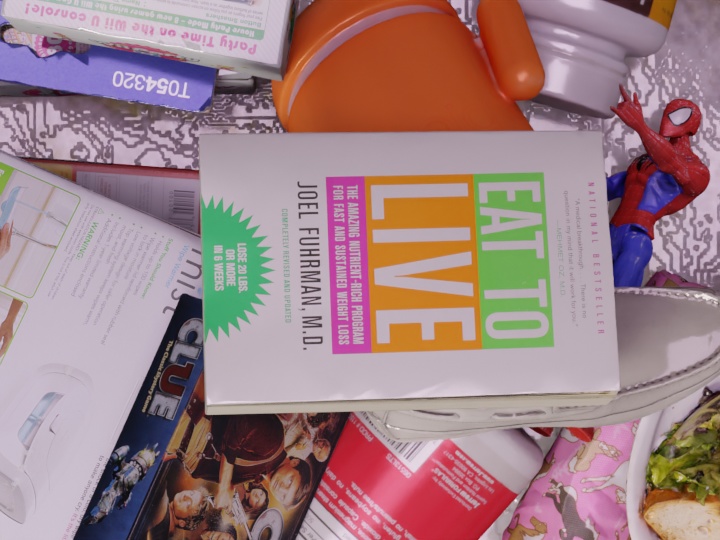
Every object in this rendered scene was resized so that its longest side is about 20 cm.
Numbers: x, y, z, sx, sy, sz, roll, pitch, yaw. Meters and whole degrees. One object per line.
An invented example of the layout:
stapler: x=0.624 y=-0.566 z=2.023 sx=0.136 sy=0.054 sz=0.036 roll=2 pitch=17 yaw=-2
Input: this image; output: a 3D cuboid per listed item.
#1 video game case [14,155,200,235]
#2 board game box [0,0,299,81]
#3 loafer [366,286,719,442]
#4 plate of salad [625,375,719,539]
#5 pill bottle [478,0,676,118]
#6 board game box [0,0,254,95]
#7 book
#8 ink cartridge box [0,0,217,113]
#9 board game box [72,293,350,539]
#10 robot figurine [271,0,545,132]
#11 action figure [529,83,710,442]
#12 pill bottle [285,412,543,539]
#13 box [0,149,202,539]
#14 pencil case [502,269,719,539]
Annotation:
video game case: x=-0.178 y=0.009 z=1.372 sx=0.198 sy=0.017 sz=0.144 roll=5 pitch=96 yaw=10
board game box: x=-0.093 y=-0.211 z=1.255 sx=0.146 sy=0.064 sz=0.202 roll=11 pitch=88 yaw=0
loafer: x=0.097 y=0.046 z=1.247 sx=0.198 sy=0.070 sz=0.071 roll=-14 pitch=72 yaw=3
plate of salad: x=0.228 y=0.096 z=1.327 sx=0.199 sy=0.048 sz=0.202 roll=-13 pitch=116 yaw=-29
pill bottle: x=0.129 y=-0.190 z=1.344 sx=0.108 sy=0.109 sz=0.202 roll=16 pitch=90 yaw=1
board game box: x=-0.158 y=-0.173 z=1.364 sx=0.198 sy=0.064 sz=0.149 roll=-1 pitch=89 yaw=-1
book: x=0.022 y=0.000 z=1.193 sx=0.198 sy=0.048 sz=0.135 roll=-2 pitch=79 yaw=-5
ink cartridge box: x=-0.159 y=-0.198 z=1.306 sx=0.194 sy=0.043 sz=0.202 roll=8 pitch=88 yaw=0
board game box: x=-0.084 y=0.129 z=1.243 sx=0.034 sy=0.135 sz=0.201 roll=17 pitch=78 yaw=34
robot figurine: x=0.027 y=-0.075 z=1.295 sx=0.116 sy=0.144 sz=0.201 roll=-10 pitch=55 yaw=-32
action figure: x=0.124 y=-0.020 z=1.326 sx=0.099 sy=0.065 sz=0.201 roll=38 pitch=71 yaw=-29
pill bottle: x=-0.003 y=0.140 z=1.343 sx=0.112 sy=0.112 sz=0.200 roll=42 pitch=93 yaw=0
box: x=-0.177 y=0.056 z=1.285 sx=0.175 sy=0.097 sz=0.201 roll=22 pitch=76 yaw=6
pencil case: x=0.150 y=0.101 z=1.358 sx=0.086 sy=0.083 sz=0.201 roll=32 pitch=90 yaw=-2
